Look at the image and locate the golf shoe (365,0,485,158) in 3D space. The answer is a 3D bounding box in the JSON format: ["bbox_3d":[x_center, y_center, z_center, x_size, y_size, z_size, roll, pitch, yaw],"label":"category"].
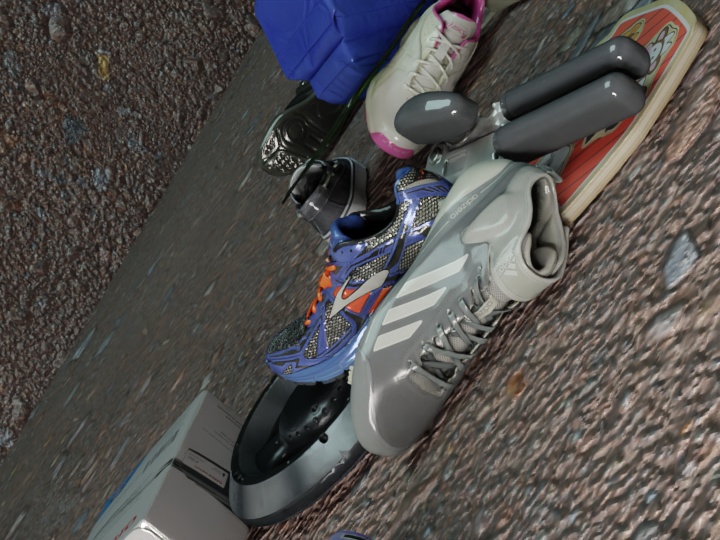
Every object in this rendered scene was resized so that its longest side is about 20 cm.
[{"bbox_3d":[0.062,-0.190,1.373,0.092,0.075,0.201,-51,14,50],"label":"golf shoe"}]

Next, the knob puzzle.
[{"bbox_3d":[0.150,-0.109,0.977,0.220,0.030,0.220,-51,14,18],"label":"knob puzzle"}]

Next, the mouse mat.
[{"bbox_3d":[-0.007,-0.163,1.426,0.161,0.007,0.201,-52,3,45],"label":"mouse mat"}]

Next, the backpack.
[{"bbox_3d":[0.013,-0.280,1.599,0.199,0.169,0.162,-25,-2,-31],"label":"backpack"}]

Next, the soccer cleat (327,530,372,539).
[{"bbox_3d":[0.020,0.172,0.730,0.076,0.067,0.200,-24,9,-1],"label":"soccer cleat"}]

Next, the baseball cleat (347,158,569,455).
[{"bbox_3d":[0.060,0.022,0.901,0.106,0.069,0.202,11,77,59],"label":"baseball cleat"}]

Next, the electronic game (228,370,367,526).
[{"bbox_3d":[-0.025,0.098,1.075,0.200,0.042,0.201,-43,20,19],"label":"electronic game"}]

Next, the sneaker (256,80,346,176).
[{"bbox_3d":[-0.057,-0.194,1.828,0.200,0.076,0.114,-55,11,-9],"label":"sneaker"}]

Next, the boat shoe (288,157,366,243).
[{"bbox_3d":[-0.039,-0.082,1.499,0.072,0.067,0.200,-52,14,15],"label":"boat shoe"}]

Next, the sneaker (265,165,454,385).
[{"bbox_3d":[0.000,0.000,1.017,0.200,0.078,0.076,-43,18,22],"label":"sneaker"}]

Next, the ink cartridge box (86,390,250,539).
[{"bbox_3d":[-0.150,0.206,1.128,0.145,0.084,0.200,-48,9,22],"label":"ink cartridge box"}]

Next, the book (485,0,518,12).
[{"bbox_3d":[0.182,-0.316,1.343,0.134,0.048,0.200,-56,11,-14],"label":"book"}]

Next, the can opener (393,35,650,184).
[{"bbox_3d":[0.098,-0.098,0.950,0.199,0.066,0.053,-17,54,49],"label":"can opener"}]
